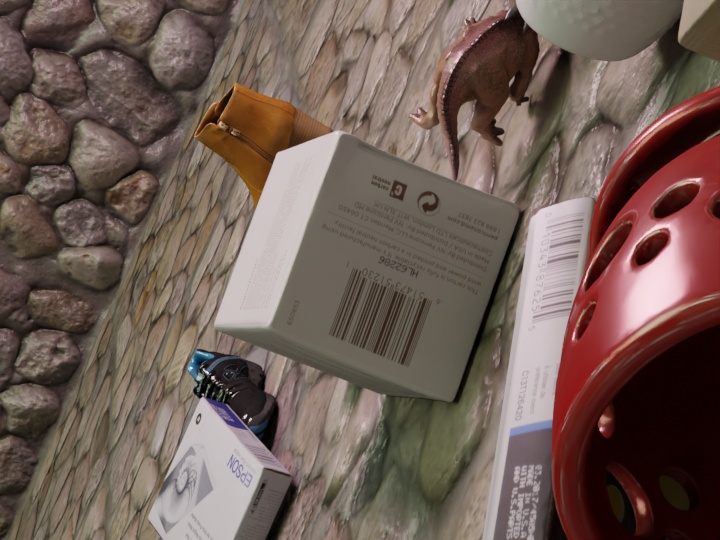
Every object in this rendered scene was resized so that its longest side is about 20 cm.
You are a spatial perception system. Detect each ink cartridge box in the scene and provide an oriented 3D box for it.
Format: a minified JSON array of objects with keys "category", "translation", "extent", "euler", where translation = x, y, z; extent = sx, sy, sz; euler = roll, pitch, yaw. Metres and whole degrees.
[{"category":"ink cartridge box","translation":[0.136,0.102,0.895],"extent":[0.047,0.200,0.199],"euler":[-18,46,35]},{"category":"ink cartridge box","translation":[-0.153,0.253,1.868],"extent":[0.199,0.040,0.202],"euler":[35,104,62]}]

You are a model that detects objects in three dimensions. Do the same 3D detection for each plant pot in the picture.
[{"category":"plant pot","translation":[0.179,0.028,0.773],"extent":[0.201,0.199,0.183],"euler":[-57,15,37]}]

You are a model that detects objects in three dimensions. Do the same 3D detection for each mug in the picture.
[{"category":"mug","translation":[0.190,-0.247,1.281],"extent":[0.200,0.147,0.176],"euler":[-36,-26,-54]}]

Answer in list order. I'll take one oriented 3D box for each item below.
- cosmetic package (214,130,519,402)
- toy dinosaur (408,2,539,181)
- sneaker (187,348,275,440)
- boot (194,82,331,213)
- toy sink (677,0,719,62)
[{"category":"cosmetic package","translation":[0.000,0.000,1.522],"extent":[0.168,0.166,0.200],"euler":[-70,16,-7]},{"category":"toy dinosaur","translation":[0.103,-0.175,1.486],"extent":[0.201,0.085,0.136],"euler":[-56,-8,-25]},{"category":"sneaker","translation":[-0.144,0.142,2.015],"extent":[0.074,0.081,0.200],"euler":[-63,17,7]},{"category":"boot","translation":[-0.136,-0.131,2.254],"extent":[0.071,0.143,0.202],"euler":[-85,22,-51]},{"category":"toy sink","translation":[0.263,-0.197,0.959],"extent":[0.200,0.111,0.131],"euler":[127,160,-60]}]
